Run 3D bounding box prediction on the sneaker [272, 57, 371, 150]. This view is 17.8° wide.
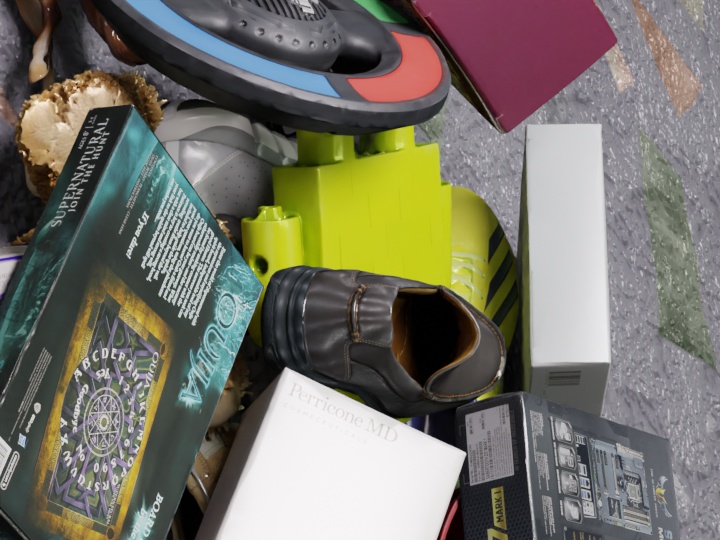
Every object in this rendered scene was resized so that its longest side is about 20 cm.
[{"bbox_3d":[-0.039,-0.128,1.318,0.200,0.073,0.113,42,43,-39],"label":"sneaker"}]

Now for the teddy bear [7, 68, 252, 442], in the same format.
[{"bbox_3d":[-0.123,0.002,1.154,0.145,0.067,0.201,-39,107,-23],"label":"teddy bear"}]

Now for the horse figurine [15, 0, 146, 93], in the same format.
[{"bbox_3d":[-0.186,-0.161,1.155,0.199,0.050,0.134,22,62,-47],"label":"horse figurine"}]

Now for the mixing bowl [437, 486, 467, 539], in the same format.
[{"bbox_3d":[0.059,0.215,1.288,0.200,0.108,0.202,24,59,-47],"label":"mixing bowl"}]

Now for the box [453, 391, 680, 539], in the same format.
[{"bbox_3d":[0.120,0.178,1.249,0.157,0.051,0.202,19,61,-49],"label":"box"}]

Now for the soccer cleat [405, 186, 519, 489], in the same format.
[{"bbox_3d":[0.057,0.037,1.383,0.084,0.064,0.202,47,42,-61],"label":"soccer cleat"}]

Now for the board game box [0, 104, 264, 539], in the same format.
[{"bbox_3d":[-0.113,0.046,1.032,0.136,0.028,0.201,56,43,-42],"label":"board game box"}]

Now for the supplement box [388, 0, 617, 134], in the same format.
[{"bbox_3d":[0.048,-0.179,1.311,0.111,0.085,0.200,52,0,-37],"label":"supplement box"}]

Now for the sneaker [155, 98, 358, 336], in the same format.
[{"bbox_3d":[-0.048,-0.015,1.276,0.199,0.075,0.117,16,70,-40],"label":"sneaker"}]

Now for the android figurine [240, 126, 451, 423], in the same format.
[{"bbox_3d":[0.000,0.000,1.238,0.182,0.041,0.202,-18,108,-56],"label":"android figurine"}]

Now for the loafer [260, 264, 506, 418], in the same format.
[{"bbox_3d":[0.030,0.040,1.184,0.199,0.072,0.074,9,82,-58],"label":"loafer"}]

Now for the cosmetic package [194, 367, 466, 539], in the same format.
[{"bbox_3d":[-0.036,0.164,1.114,0.107,0.085,0.201,24,65,-8],"label":"cosmetic package"}]

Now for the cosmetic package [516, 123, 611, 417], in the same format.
[{"bbox_3d":[0.122,0.021,1.410,0.200,0.051,0.152,85,3,-68],"label":"cosmetic package"}]

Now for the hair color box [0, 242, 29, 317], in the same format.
[{"bbox_3d":[-0.157,0.092,1.046,0.109,0.064,0.202,-11,100,-57],"label":"hair color box"}]

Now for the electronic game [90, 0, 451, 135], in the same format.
[{"bbox_3d":[-0.047,-0.127,1.174,0.198,0.042,0.200,19,25,-9],"label":"electronic game"}]

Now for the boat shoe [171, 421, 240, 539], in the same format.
[{"bbox_3d":[-0.067,0.178,1.178,0.076,0.072,0.202,-2,69,-41],"label":"boat shoe"}]
